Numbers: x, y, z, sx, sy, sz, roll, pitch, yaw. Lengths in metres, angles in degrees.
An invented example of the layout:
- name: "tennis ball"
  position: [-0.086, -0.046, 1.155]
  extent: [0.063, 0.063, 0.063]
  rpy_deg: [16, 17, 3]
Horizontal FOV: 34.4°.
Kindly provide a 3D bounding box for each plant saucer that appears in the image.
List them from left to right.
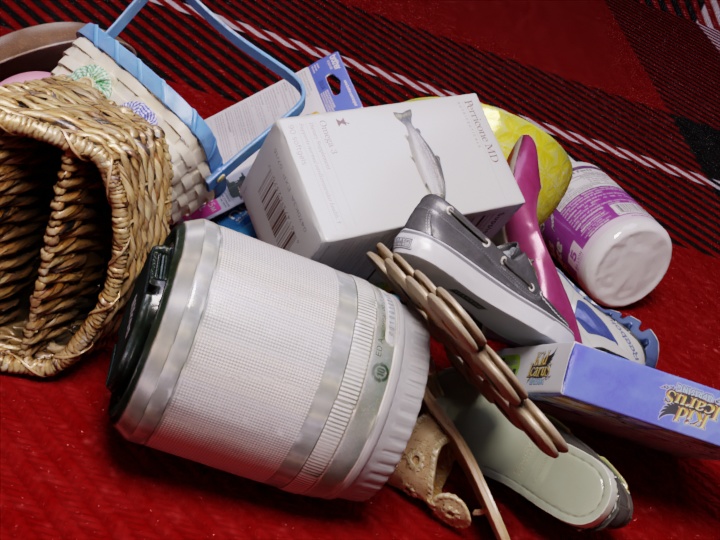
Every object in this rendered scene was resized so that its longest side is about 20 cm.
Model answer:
- name: "plant saucer"
  position: [-0.315, -0.190, 1.117]
  extent: [0.200, 0.199, 0.037]
  rpy_deg: [-17, 83, -50]

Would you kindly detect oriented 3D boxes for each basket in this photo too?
- name: "basket"
  position: [-0.235, -0.021, 0.839]
  extent: [0.142, 0.202, 0.149]
  rpy_deg: [31, 26, 18]
- name: "basket"
  position: [-0.166, -0.132, 0.969]
  extent: [0.176, 0.139, 0.200]
  rpy_deg: [37, 67, 13]

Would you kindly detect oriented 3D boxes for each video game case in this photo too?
- name: "video game case"
  position: [0.226, 0.111, 0.969]
  extent: [0.198, 0.046, 0.181]
  rpy_deg: [19, -9, -10]

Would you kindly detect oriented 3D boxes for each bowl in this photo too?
- name: "bowl"
  position: [0.106, -0.077, 1.172]
  extent: [0.198, 0.109, 0.200]
  rpy_deg: [17, -17, 6]

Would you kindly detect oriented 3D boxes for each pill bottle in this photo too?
- name: "pill bottle"
  position: [0.261, -0.056, 1.344]
  extent: [0.111, 0.113, 0.200]
  rpy_deg: [5, 30, -27]

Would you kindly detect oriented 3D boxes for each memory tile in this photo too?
- name: "memory tile"
  position: [0.072, 0.054, 0.853]
  extent: [0.154, 0.017, 0.200]
  rpy_deg: [52, -3, -19]

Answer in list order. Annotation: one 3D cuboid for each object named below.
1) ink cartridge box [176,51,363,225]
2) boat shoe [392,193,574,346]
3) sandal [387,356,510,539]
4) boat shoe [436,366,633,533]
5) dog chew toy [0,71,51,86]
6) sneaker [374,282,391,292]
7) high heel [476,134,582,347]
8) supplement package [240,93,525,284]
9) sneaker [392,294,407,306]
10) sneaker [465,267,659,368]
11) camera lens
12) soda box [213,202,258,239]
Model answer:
- name: "ink cartridge box"
  position: [-0.091, -0.121, 1.079]
  extent: [0.042, 0.199, 0.120]
  rpy_deg: [58, 7, -36]
- name: "boat shoe"
  position: [0.110, 0.004, 0.949]
  extent: [0.199, 0.067, 0.070]
  rpy_deg: [32, -15, -27]
- name: "sandal"
  position: [0.048, 0.140, 0.898]
  extent: [0.069, 0.078, 0.213]
  rpy_deg: [-22, 56, -1]
- name: "boat shoe"
  position: [0.132, 0.146, 0.937]
  extent: [0.201, 0.072, 0.060]
  rpy_deg: [35, 3, 43]
- name: "dog chew toy"
  position: [-0.275, -0.128, 1.106]
  extent: [0.124, 0.126, 0.200]
  rpy_deg: [27, 20, 13]
- name: "sneaker"
  position: [0.000, 0.000, 1.077]
  extent: [0.074, 0.084, 0.200]
  rpy_deg: [28, 39, 10]
- name: "high heel"
  position: [0.165, -0.022, 1.057]
  extent: [0.095, 0.202, 0.067]
  rpy_deg: [11, -11, -4]
- name: "supplement package"
  position: [0.017, -0.064, 1.001]
  extent: [0.198, 0.117, 0.118]
  rpy_deg: [-12, 68, -29]
- name: "sneaker"
  position: [-0.049, 0.046, 0.959]
  extent: [0.198, 0.083, 0.073]
  rpy_deg: [10, 6, -27]
- name: "sneaker"
  position: [0.190, 0.062, 1.112]
  extent: [0.198, 0.081, 0.115]
  rpy_deg: [26, 25, 8]
- name: "camera lens"
  position: [-0.069, 0.065, 0.825]
  extent: [0.198, 0.161, 0.160]
  rpy_deg: [20, 26, -15]
- name: "soda box"
  position: [-0.113, -0.063, 1.121]
  extent: [0.064, 0.068, 0.200]
  rpy_deg: [-30, 42, -5]
